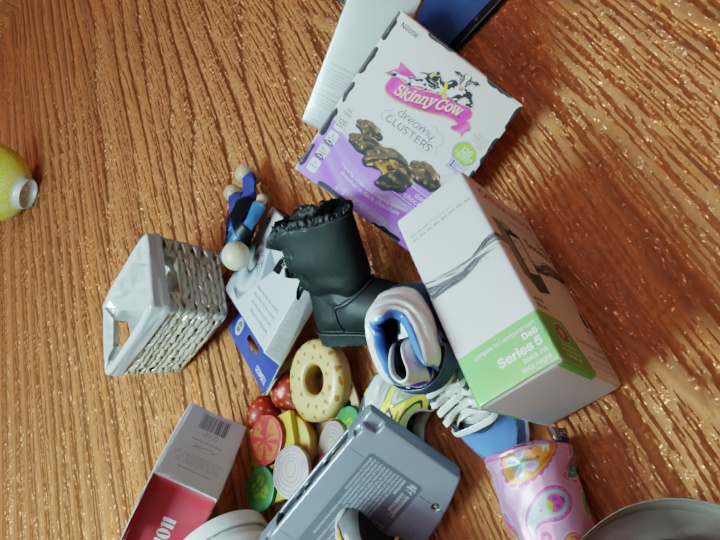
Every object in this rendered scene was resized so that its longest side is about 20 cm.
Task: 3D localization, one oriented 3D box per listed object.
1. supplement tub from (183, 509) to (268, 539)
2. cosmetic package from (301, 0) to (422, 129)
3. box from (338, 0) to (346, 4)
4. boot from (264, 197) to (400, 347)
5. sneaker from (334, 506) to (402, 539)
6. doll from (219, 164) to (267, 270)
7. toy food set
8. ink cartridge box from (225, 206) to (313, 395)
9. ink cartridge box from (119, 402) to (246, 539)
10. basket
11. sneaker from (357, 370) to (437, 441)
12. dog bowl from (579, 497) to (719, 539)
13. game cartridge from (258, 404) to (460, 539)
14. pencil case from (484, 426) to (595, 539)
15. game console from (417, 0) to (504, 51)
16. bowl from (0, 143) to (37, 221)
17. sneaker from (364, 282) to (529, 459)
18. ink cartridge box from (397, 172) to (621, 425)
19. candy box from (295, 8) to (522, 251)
[{"bbox_3d":[-0.117,0.382,0.674,0.146,0.145,0.200,-54,47,12],"label":"supplement tub"},{"bbox_3d":[0.008,-0.272,0.775,0.108,0.084,0.201,-71,5,-60],"label":"cosmetic package"},{"bbox_3d":[0.015,-0.475,0.932,0.162,0.049,0.200,-54,48,11],"label":"box"},{"bbox_3d":[0.001,-0.001,0.685,0.196,0.164,0.073,-9,25,30],"label":"boot"},{"bbox_3d":[0.055,0.294,0.578,0.077,0.078,0.200,-45,82,5],"label":"sneaker"},{"bbox_3d":[-0.177,-0.068,0.917,0.137,0.048,0.201,-52,29,28],"label":"doll"},{"bbox_3d":[-0.073,0.198,0.767,0.199,0.048,0.200,-31,56,29],"label":"toy food set"},{"bbox_3d":[-0.126,0.032,0.850,0.201,0.040,0.199,-61,33,7],"label":"ink cartridge box"},{"bbox_3d":[-0.230,0.300,0.760,0.176,0.083,0.201,-77,13,-66],"label":"ink cartridge box"},{"bbox_3d":[-0.297,0.059,0.941,0.200,0.122,0.137,-45,49,38],"label":"basket"},{"bbox_3d":[0.022,0.201,0.666,0.076,0.075,0.202,24,95,38],"label":"sneaker"},{"bbox_3d":[0.219,0.262,0.420,0.197,0.059,0.203,-3,67,6],"label":"dog bowl"},{"bbox_3d":[0.002,0.245,0.633,0.201,0.133,0.041,-51,5,13],"label":"game cartridge"},{"bbox_3d":[0.168,0.241,0.516,0.087,0.087,0.202,-29,57,31],"label":"pencil case"},{"bbox_3d":[0.087,-0.386,0.794,0.200,0.175,0.117,-43,23,21],"label":"game console"},{"bbox_3d":[-0.895,-0.210,1.589,0.106,0.200,0.202,17,85,2],"label":"bowl"},{"bbox_3d":[0.072,0.106,0.565,0.080,0.146,0.202,-31,82,29],"label":"sneaker"},{"bbox_3d":[0.134,0.028,0.577,0.084,0.145,0.202,-37,54,24],"label":"ink cartridge box"},{"bbox_3d":[0.051,-0.151,0.699,0.201,0.167,0.072,-54,7,13],"label":"candy box"}]
